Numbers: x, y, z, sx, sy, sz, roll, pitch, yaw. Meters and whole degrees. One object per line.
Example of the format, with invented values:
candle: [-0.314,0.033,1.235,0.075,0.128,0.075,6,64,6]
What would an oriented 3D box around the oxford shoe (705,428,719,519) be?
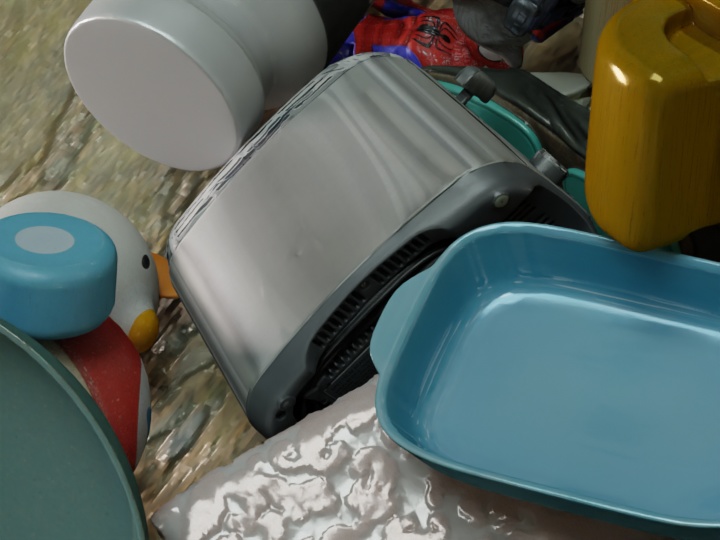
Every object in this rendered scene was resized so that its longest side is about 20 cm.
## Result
oxford shoe: [0.163,0.146,1.087,0.073,0.071,0.200,0,56,6]

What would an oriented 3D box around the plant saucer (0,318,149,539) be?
plant saucer: [-0.162,0.092,1.152,0.200,0.200,0.036,15,30,26]

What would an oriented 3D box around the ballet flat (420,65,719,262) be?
ballet flat: [0.106,-0.051,1.276,0.068,0.068,0.200,-31,45,-26]

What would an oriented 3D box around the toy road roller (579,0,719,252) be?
toy road roller: [0.139,-0.084,1.154,0.146,0.123,0.200,-16,36,-30]

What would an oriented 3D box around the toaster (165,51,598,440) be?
toaster: [0.000,0.000,1.231,0.200,0.114,0.129,-46,47,10]

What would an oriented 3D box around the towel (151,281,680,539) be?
towel: [0.043,0.127,1.143,0.200,0.032,0.191,-30,72,-7]

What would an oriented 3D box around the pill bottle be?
pill bottle: [-0.049,-0.148,1.300,0.116,0.116,0.200,16,54,27]

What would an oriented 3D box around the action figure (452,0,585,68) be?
action figure: [0.096,-0.190,1.294,0.105,0.194,0.200,27,23,17]

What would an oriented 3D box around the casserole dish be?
casserole dish: [0.101,0.048,1.107,0.200,0.039,0.121,13,59,23]

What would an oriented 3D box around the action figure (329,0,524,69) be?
action figure: [-0.015,-0.115,1.375,0.200,0.052,0.065,6,54,18]

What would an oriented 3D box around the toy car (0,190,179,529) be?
toy car: [-0.139,0.026,1.259,0.177,0.184,0.200,23,33,26]
